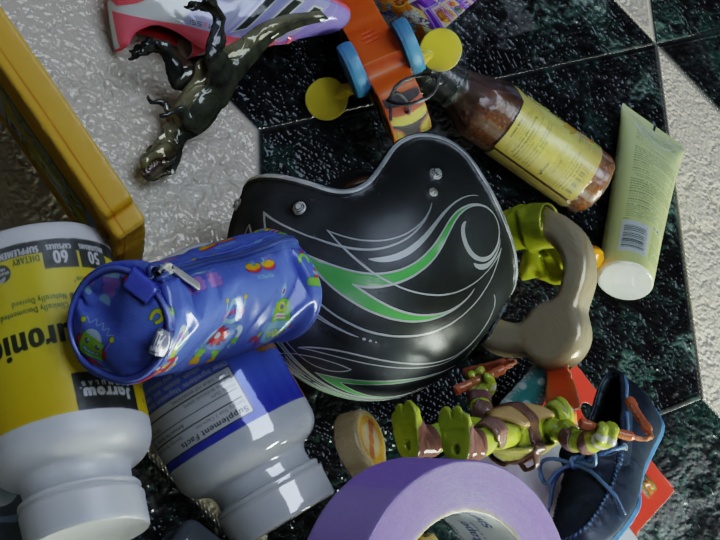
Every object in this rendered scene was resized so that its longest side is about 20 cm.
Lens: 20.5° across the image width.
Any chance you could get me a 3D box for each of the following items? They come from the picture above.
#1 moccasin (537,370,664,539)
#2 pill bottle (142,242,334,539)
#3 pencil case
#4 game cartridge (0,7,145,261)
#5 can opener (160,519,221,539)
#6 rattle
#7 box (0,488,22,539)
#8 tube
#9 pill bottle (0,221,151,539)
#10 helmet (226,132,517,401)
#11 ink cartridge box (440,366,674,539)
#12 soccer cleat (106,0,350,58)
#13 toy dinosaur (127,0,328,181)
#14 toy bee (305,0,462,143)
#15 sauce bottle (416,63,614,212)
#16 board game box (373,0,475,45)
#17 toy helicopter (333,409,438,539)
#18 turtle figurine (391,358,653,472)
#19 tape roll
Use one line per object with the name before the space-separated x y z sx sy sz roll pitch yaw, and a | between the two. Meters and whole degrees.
moccasin | 0.178 0.152 1.554 0.068 0.080 0.200 56 30 -16
pill bottle | -0.102 0.091 1.415 0.112 0.112 0.200 -26 83 -41
pencil case | -0.102 0.020 1.292 0.078 0.087 0.200 45 27 17
game cartridge | -0.210 -0.084 1.386 0.032 0.200 0.177 -35 87 -9
can opener | -0.063 0.255 1.393 0.200 0.053 0.067 44 50 -7
rattle | 0.161 0.055 1.635 0.143 0.130 0.200 57 10 -57
box | -0.295 0.127 1.305 0.199 0.044 0.161 -10 72 -39
tube | 0.252 -0.062 1.797 0.058 0.052 0.200 69 28 -44
pill bottle | -0.197 0.079 1.297 0.111 0.111 0.201 -2 67 -36
helmet | 0.000 0.000 1.489 0.190 0.200 0.200 -31 85 -23
ink cartridge box | 0.169 0.164 1.613 0.200 0.057 0.163 -38 90 -37
soccer cleat | -0.105 -0.200 1.596 0.199 0.067 0.077 6 83 -21
toy dinosaur | -0.121 -0.160 1.546 0.200 0.047 0.088 -47 114 -14
toy bee | 0.019 -0.146 1.639 0.200 0.130 0.109 -84 160 -50
sauce bottle | 0.128 -0.127 1.727 0.200 0.066 0.066 35 51 -18
board game box | 0.007 -0.282 1.680 0.200 0.134 0.045 34 50 -15
toy helicopter | 0.018 0.198 1.421 0.132 0.079 0.201 -13 84 -62
turtle figurine | 0.102 0.114 1.476 0.161 0.200 0.065 -3 107 -40
tape roll | 0.051 0.228 1.350 0.200 0.066 0.201 2 87 -39
